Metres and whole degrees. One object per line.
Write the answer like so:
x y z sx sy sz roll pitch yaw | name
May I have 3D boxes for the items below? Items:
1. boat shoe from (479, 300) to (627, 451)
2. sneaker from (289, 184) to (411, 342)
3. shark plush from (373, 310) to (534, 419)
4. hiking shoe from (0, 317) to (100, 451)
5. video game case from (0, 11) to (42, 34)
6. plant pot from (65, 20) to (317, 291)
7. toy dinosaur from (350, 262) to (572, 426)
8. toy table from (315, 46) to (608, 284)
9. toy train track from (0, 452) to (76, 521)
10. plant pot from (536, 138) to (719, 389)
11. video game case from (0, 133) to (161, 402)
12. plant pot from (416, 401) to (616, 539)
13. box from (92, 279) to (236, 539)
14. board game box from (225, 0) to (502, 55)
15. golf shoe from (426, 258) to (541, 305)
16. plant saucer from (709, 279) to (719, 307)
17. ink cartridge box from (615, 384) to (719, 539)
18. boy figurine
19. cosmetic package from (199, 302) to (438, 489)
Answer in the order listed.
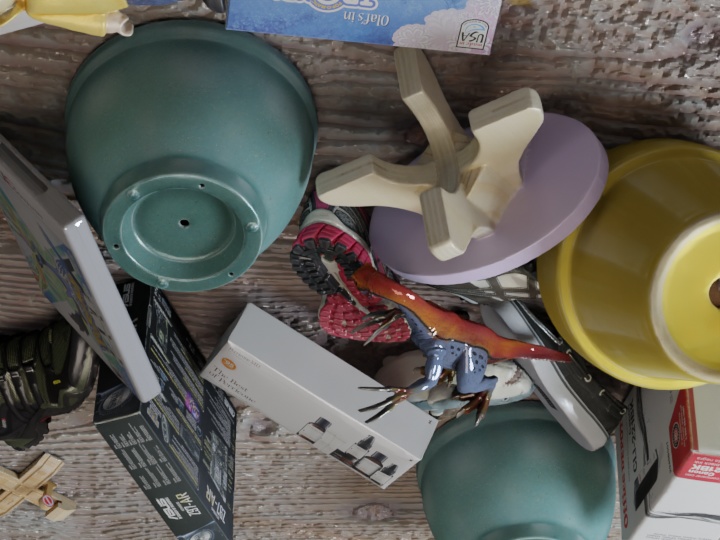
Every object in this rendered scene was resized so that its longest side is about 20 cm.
0.177 0.082 1.459 0.057 0.069 0.200 -44 121 -9 | boat shoe
0.000 0.000 1.363 0.081 0.075 0.200 1 149 14 | sneaker
0.056 0.122 1.473 0.200 0.091 0.083 -30 136 25 | shark plush
-0.301 0.090 1.431 0.101 0.076 0.200 22 131 -26 | hiking shoe
-0.239 -0.261 1.125 0.182 0.024 0.200 -13 133 10 | video game case
-0.132 -0.070 1.233 0.200 0.134 0.200 -1 134 -1 | plant pot
0.062 0.043 1.317 0.200 0.105 0.182 -30 143 -13 | toy dinosaur
0.075 -0.076 1.231 0.200 0.184 0.117 -32 145 16 | toy table
-0.368 0.204 1.571 0.200 0.033 0.115 32 125 -28 | toy train track
0.254 0.003 1.237 0.201 0.189 0.201 -1 99 -7 | plant pot
-0.238 -0.009 1.278 0.022 0.182 0.200 -34 136 -17 | video game case
0.158 0.242 1.559 0.200 0.134 0.200 -2 134 -2 | plant pot
-0.166 0.129 1.416 0.043 0.160 0.200 -15 134 12 | box
0.012 -0.250 1.132 0.200 0.043 0.199 4 135 -7 | board game box
0.132 -0.008 1.367 0.200 0.078 0.094 11 159 -20 | golf shoe
0.336 -0.002 1.399 0.200 0.032 0.200 -1 136 -1 | plant saucer
0.297 0.151 1.444 0.084 0.144 0.200 7 145 -6 | ink cartridge box
-0.197 -0.212 1.117 0.200 0.064 0.124 -6 138 -2 | boy figurine
-0.038 0.114 1.430 0.200 0.051 0.083 32 143 -7 | cosmetic package
